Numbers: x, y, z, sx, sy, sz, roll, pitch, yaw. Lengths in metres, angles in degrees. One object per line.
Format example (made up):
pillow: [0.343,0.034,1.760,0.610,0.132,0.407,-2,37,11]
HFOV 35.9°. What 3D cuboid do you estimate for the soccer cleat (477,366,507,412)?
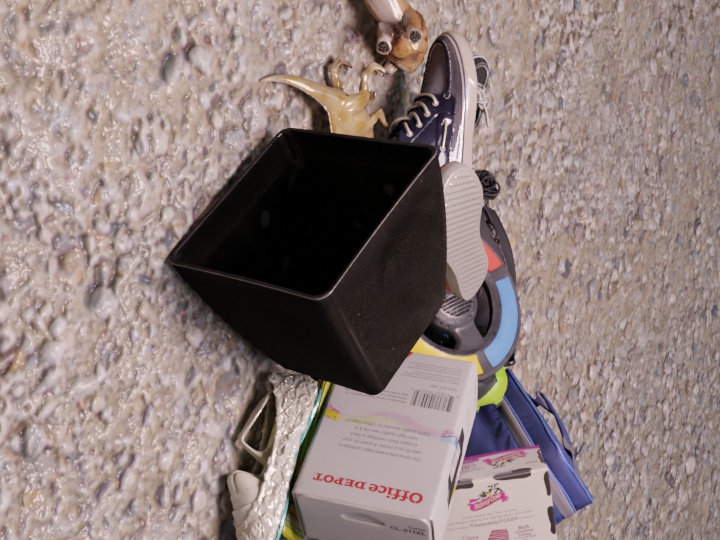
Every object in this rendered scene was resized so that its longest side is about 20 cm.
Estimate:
soccer cleat: [0.082,0.143,1.282,0.198,0.067,0.082,-21,111,-24]

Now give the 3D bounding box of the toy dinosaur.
toy dinosaur: [-0.015,-0.178,1.192,0.200,0.058,0.102,42,60,-44]

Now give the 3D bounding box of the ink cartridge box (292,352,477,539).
ink cartridge box: [0.030,0.183,1.141,0.083,0.144,0.201,83,22,-45]

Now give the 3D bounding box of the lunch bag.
lunch bag: [0.190,0.219,1.350,0.131,0.201,0.136,-31,127,3]

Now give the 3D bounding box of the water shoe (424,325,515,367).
water shoe: [0.120,0.092,1.354,0.199,0.078,0.073,-2,92,-52]

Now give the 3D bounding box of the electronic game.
electronic game: [0.098,0.032,1.261,0.198,0.042,0.203,12,62,-23]

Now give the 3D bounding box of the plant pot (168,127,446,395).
plant pot: [-0.026,0.000,1.074,0.201,0.198,0.179,-53,137,-29]

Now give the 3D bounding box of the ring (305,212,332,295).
ring: [0.000,0.000,1.248,0.199,0.019,0.204,0,90,-52]

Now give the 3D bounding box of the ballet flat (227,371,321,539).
ballet flat: [-0.097,0.193,1.106,0.072,0.071,0.202,40,59,-44]

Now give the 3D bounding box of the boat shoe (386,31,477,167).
boat shoe: [0.074,-0.169,1.239,0.092,0.074,0.203,0,88,-30]

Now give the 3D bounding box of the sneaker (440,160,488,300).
sneaker: [0.072,-0.052,1.161,0.075,0.104,0.201,-48,150,-19]

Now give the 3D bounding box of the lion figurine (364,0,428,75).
lion figurine: [0.019,-0.303,1.219,0.123,0.072,0.202,-86,152,-65]

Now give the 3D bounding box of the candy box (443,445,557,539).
candy box: [0.146,0.302,1.205,0.061,0.134,0.203,-94,174,-74]

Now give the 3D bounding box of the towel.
towel: [-0.050,0.187,1.175,0.086,0.018,0.202,66,37,-65]

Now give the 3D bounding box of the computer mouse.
computer mouse: [0.161,-0.020,1.424,0.138,0.052,0.203,-26,111,-49]

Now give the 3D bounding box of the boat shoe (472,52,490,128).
boat shoe: [0.123,-0.199,1.358,0.200,0.067,0.074,-51,128,-38]
